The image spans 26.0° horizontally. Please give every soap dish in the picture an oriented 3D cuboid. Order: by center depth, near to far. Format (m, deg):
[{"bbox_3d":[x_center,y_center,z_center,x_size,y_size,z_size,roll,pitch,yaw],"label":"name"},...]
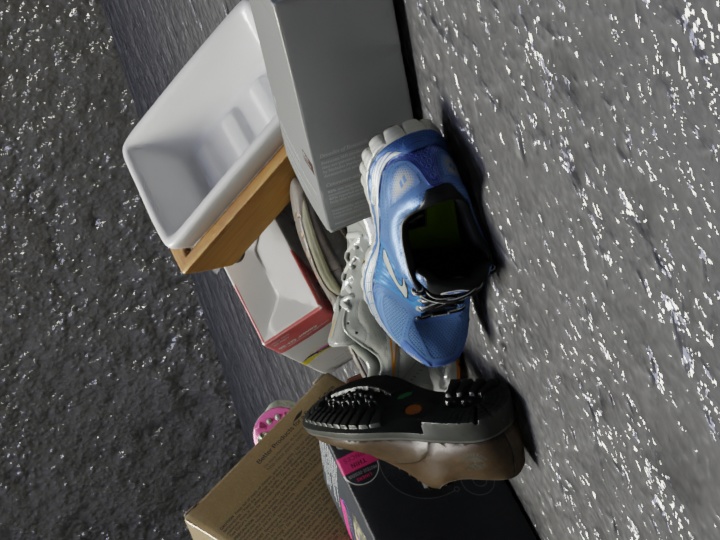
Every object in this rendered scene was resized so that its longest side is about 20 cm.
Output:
[{"bbox_3d":[-0.103,-0.114,1.321,0.081,0.200,0.158,25,-154,-45],"label":"soap dish"}]

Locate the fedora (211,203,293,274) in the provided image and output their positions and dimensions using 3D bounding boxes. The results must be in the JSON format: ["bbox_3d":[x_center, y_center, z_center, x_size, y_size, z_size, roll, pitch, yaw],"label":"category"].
[{"bbox_3d":[-0.091,-0.082,1.483,0.200,0.089,0.179,124,151,-56],"label":"fedora"}]

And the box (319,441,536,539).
[{"bbox_3d":[0.055,0.199,1.277,0.107,0.121,0.201,86,160,-54],"label":"box"}]

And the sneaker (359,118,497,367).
[{"bbox_3d":[0.045,0.000,1.050,0.201,0.078,0.090,79,168,-45],"label":"sneaker"}]

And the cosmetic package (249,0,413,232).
[{"bbox_3d":[-0.019,-0.141,1.078,0.107,0.089,0.201,-119,9,-48],"label":"cosmetic package"}]

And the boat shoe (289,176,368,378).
[{"bbox_3d":[0.000,0.000,1.306,0.075,0.073,0.202,-120,6,-63],"label":"boat shoe"}]

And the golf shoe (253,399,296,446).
[{"bbox_3d":[-0.054,0.228,1.669,0.092,0.074,0.202,-87,-19,-77],"label":"golf shoe"}]

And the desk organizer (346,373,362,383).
[{"bbox_3d":[-0.001,0.189,1.684,0.201,0.076,0.072,86,160,-59],"label":"desk organizer"}]

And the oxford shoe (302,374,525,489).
[{"bbox_3d":[0.037,0.130,1.173,0.198,0.073,0.085,3,126,43],"label":"oxford shoe"}]

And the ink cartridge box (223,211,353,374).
[{"bbox_3d":[-0.050,0.025,1.438,0.117,0.067,0.200,62,-169,22],"label":"ink cartridge box"}]

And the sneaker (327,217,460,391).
[{"bbox_3d":[0.009,0.016,1.232,0.076,0.091,0.202,-170,60,-79],"label":"sneaker"}]

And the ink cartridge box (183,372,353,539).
[{"bbox_3d":[-0.030,0.211,1.398,0.164,0.200,0.076,28,148,32],"label":"ink cartridge box"}]
